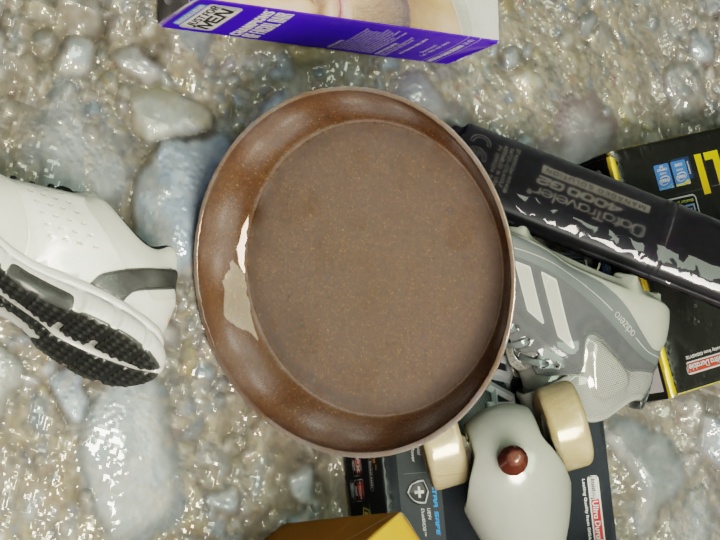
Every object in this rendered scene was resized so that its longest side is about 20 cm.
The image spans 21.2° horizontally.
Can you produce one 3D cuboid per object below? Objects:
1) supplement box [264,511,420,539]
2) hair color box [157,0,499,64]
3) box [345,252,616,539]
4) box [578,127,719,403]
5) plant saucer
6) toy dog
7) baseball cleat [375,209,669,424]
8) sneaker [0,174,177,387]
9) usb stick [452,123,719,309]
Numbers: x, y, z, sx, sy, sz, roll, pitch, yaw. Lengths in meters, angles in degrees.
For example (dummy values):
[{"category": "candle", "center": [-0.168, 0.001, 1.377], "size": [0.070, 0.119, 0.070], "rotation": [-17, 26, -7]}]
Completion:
[{"category": "supplement box", "center": [-0.024, 0.267, 0.997], "size": [0.197, 0.133, 0.200], "rotation": [-39, 100, -29]}, {"category": "hair color box", "center": [-0.017, -0.190, 1.125], "size": [0.200, 0.065, 0.109], "rotation": [3, 80, -28]}, {"category": "box", "center": [0.068, 0.091, 1.131], "size": [0.159, 0.046, 0.200], "rotation": [0, 81, -30]}, {"category": "box", "center": [0.244, -0.014, 1.250], "size": [0.200, 0.049, 0.160], "rotation": [-13, 86, -30]}, {"category": "plant saucer", "center": [0.000, 0.000, 1.042], "size": [0.034, 0.200, 0.201], "rotation": [-12, 87, -60]}, {"category": "toy dog", "center": [0.096, 0.153, 1.042], "size": [0.132, 0.096, 0.200], "rotation": [-33, 95, 3]}, {"category": "baseball cleat", "center": [0.091, 0.030, 1.089], "size": [0.200, 0.070, 0.107], "rotation": [19, 78, -22]}, {"category": "sneaker", "center": [-0.181, -0.018, 1.006], "size": [0.200, 0.074, 0.080], "rotation": [35, 51, -24]}, {"category": "usb stick", "center": [0.142, -0.033, 1.162], "size": [0.200, 0.033, 0.056], "rotation": [21, 67, 0]}]
